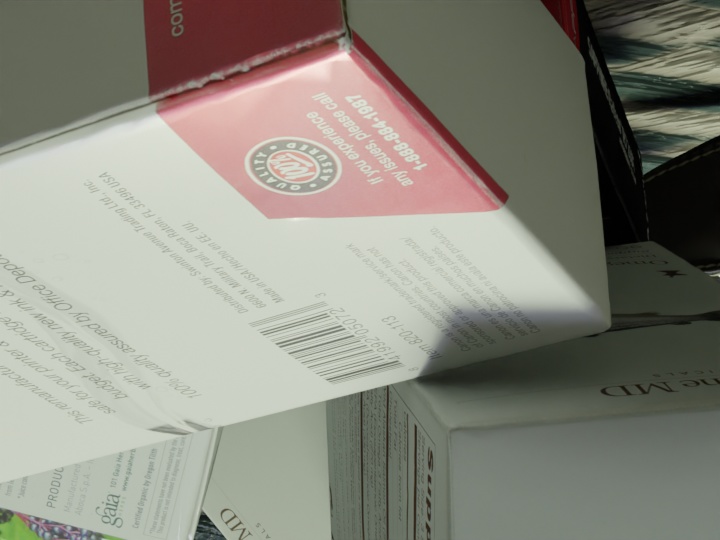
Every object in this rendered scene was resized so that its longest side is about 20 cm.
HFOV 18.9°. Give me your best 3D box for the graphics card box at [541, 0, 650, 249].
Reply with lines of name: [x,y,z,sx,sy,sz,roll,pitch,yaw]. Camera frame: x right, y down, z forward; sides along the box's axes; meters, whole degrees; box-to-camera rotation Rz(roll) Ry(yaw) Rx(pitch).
graphics card box: [0.018,-0.039,0.672,0.125,0.051,0.200,-9,161,13]

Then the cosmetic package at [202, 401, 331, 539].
cosmetic package: [0.025,0.053,0.930,0.200,0.108,0.085,-40,-178,23]

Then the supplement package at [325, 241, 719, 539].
supplement package: [0.060,0.068,0.615,0.117,0.117,0.200,-3,-168,-10]

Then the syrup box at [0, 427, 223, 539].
syrup box: [-0.139,0.022,0.672,0.200,0.081,0.079,14,-153,-2]

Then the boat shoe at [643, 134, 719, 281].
boat shoe: [0.174,-0.039,0.785,0.200,0.073,0.065,-18,156,23]

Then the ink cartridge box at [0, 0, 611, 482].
ink cartridge box: [-0.060,-0.024,0.519,0.200,0.083,0.147,-16,149,23]
